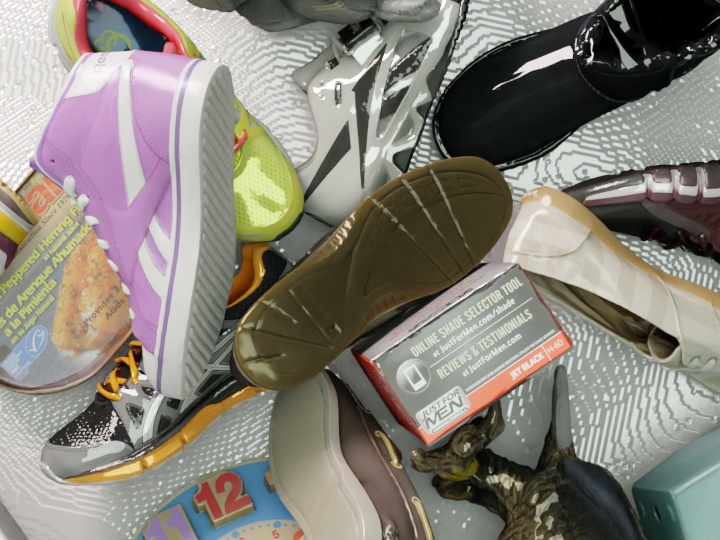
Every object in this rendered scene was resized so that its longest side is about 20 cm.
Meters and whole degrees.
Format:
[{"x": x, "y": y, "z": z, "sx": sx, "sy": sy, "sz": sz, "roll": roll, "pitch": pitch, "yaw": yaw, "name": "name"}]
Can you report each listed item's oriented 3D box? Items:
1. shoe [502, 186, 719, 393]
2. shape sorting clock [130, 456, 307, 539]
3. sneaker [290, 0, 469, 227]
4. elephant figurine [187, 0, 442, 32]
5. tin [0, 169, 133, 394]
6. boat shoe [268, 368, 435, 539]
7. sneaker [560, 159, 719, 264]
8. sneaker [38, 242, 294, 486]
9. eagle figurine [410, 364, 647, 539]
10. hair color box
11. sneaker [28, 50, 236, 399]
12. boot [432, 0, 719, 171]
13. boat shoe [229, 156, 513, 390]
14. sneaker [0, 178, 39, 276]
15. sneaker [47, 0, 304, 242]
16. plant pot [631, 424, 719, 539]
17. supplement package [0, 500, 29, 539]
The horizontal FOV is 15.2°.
[{"x": 0.167, "y": 0.027, "z": 1.619, "sx": 0.200, "sy": 0.070, "sz": 0.054, "roll": 34, "pitch": 61, "yaw": -14, "name": "shoe"}, {"x": -0.054, "y": 0.192, "z": 1.589, "sx": 0.199, "sy": 0.039, "sz": 0.201, "roll": -8, "pitch": 47, "yaw": 8, "name": "shape sorting clock"}, {"x": 0.008, "y": -0.124, "z": 1.624, "sx": 0.088, "sy": 0.074, "sz": 0.201, "roll": 22, "pitch": 90, "yaw": -2, "name": "sneaker"}, {"x": -0.035, "y": -0.252, "z": 1.605, "sx": 0.155, "sy": 0.141, "sz": 0.201, "roll": 22, "pitch": 71, "yaw": -30, "name": "elephant figurine"}, {"x": -0.165, "y": -0.015, "z": 1.635, "sx": 0.112, "sy": 0.042, "sz": 0.200, "roll": 43, "pitch": 88, "yaw": -6, "name": "tin"}, {"x": -0.004, "y": 0.122, "z": 1.580, "sx": 0.059, "sy": 0.200, "sz": 0.072, "roll": 17, "pitch": 114, "yaw": -25, "name": "boat shoe"}, {"x": 0.220, "y": -0.009, "z": 1.635, "sx": 0.199, "sy": 0.076, "sz": 0.116, "roll": -6, "pitch": 93, "yaw": -3, "name": "sneaker"}, {"x": -0.111, "y": 0.057, "z": 1.612, "sx": 0.200, "sy": 0.078, "sz": 0.077, "roll": -34, "pitch": 111, "yaw": -12, "name": "sneaker"}, {"x": 0.122, "y": 0.172, "z": 1.599, "sx": 0.200, "sy": 0.152, "sz": 0.151, "roll": 38, "pitch": 127, "yaw": 14, "name": "eagle figurine"}, {"x": 0.055, "y": 0.045, "z": 1.563, "sx": 0.101, "sy": 0.200, "sz": 0.061, "roll": -34, "pitch": 91, "yaw": -2, "name": "hair color box"}, {"x": -0.132, "y": -0.029, "z": 1.543, "sx": 0.114, "sy": 0.073, "sz": 0.202, "roll": 8, "pitch": 107, "yaw": 15, "name": "sneaker"}, {"x": 0.137, "y": -0.122, "z": 1.586, "sx": 0.198, "sy": 0.162, "sz": 0.074, "roll": -24, "pitch": 89, "yaw": -3, "name": "boot"}, {"x": 0.000, "y": 0.001, "z": 1.583, "sx": 0.201, "sy": 0.066, "sz": 0.072, "roll": -38, "pitch": 98, "yaw": -21, "name": "boat shoe"}, {"x": -0.289, "y": -0.057, "z": 1.594, "sx": 0.200, "sy": 0.075, "sz": 0.090, "roll": 35, "pitch": 83, "yaw": 16, "name": "sneaker"}, {"x": -0.110, "y": -0.094, "z": 1.576, "sx": 0.200, "sy": 0.090, "sz": 0.078, "roll": 45, "pitch": 80, "yaw": 0, "name": "sneaker"}, {"x": 0.273, "y": 0.142, "z": 1.589, "sx": 0.199, "sy": 0.141, "sz": 0.142, "roll": -18, "pitch": 91, "yaw": -10, "name": "plant pot"}, {"x": -0.228, "y": 0.214, "z": 1.592, "sx": 0.109, "sy": 0.114, "sz": 0.200, "roll": -35, "pitch": 91, "yaw": -4, "name": "supplement package"}]
